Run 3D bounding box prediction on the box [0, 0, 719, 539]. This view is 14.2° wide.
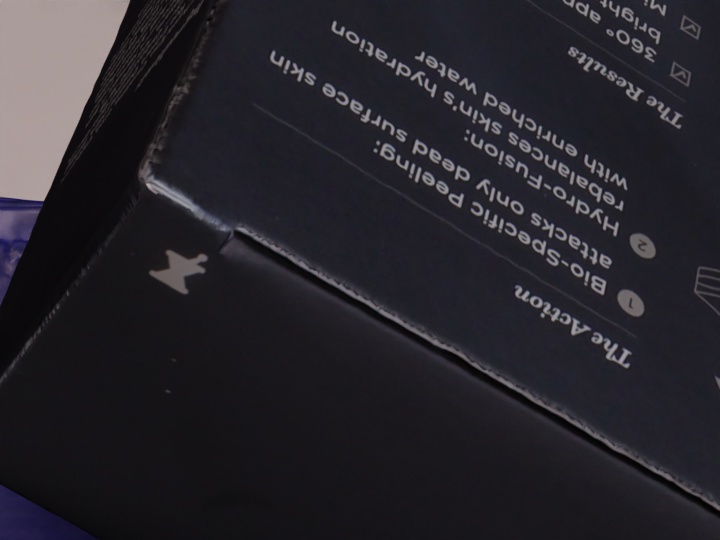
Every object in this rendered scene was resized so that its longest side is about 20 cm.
[{"bbox_3d":[0.030,-0.008,0.712,0.196,0.117,0.200,30,43,-13],"label":"box"}]

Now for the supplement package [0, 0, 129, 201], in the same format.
[{"bbox_3d":[-0.140,0.009,0.849,0.121,0.120,0.200,29,74,17],"label":"supplement package"}]

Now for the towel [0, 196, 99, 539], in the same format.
[{"bbox_3d":[-0.110,0.080,0.747,0.147,0.050,0.201,2,84,-14],"label":"towel"}]
